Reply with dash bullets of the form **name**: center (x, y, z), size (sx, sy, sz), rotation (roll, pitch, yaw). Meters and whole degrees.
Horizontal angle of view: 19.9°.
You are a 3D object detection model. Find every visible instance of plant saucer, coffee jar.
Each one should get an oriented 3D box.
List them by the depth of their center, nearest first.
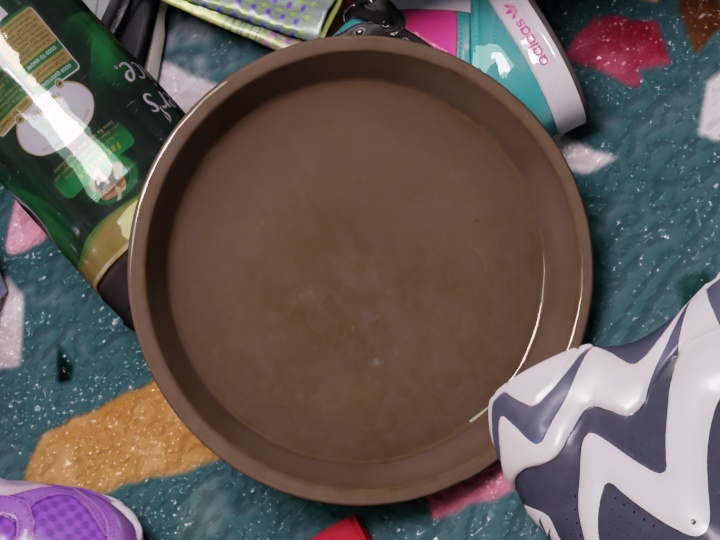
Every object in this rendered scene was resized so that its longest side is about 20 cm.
- **plant saucer**: center (0.000, 0.000, 0.878), size (0.200, 0.029, 0.200), rotation (0, 87, -9)
- **coffee jar**: center (-0.126, -0.060, 0.940), size (0.085, 0.104, 0.200), rotation (-41, 83, -2)

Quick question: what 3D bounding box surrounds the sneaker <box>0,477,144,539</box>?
- **sneaker**: center (-0.195, 0.119, 0.929), size (0.200, 0.088, 0.081), rotation (6, 67, 25)

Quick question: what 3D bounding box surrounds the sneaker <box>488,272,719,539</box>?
- **sneaker**: center (0.158, 0.070, 0.804), size (0.199, 0.079, 0.130), rotation (-24, 63, 6)

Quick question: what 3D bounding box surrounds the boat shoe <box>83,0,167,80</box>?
- **boat shoe**: center (-0.137, -0.170, 1.057), size (0.074, 0.066, 0.200), rotation (-4, 64, 23)

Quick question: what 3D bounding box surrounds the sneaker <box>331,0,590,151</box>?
- **sneaker**: center (0.007, -0.118, 0.958), size (0.121, 0.084, 0.200), rotation (-30, 63, -2)

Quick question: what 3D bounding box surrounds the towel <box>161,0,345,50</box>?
- **towel**: center (-0.044, -0.216, 1.032), size (0.144, 0.023, 0.200), rotation (24, 74, 5)

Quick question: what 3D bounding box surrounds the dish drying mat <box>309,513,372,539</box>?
- **dish drying mat**: center (-0.067, 0.188, 0.879), size (0.200, 0.018, 0.077), rotation (-36, 56, 5)

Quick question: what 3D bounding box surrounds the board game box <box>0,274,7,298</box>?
- **board game box**: center (-0.295, 0.056, 0.966), size (0.200, 0.043, 0.199), rotation (-11, 24, 19)
